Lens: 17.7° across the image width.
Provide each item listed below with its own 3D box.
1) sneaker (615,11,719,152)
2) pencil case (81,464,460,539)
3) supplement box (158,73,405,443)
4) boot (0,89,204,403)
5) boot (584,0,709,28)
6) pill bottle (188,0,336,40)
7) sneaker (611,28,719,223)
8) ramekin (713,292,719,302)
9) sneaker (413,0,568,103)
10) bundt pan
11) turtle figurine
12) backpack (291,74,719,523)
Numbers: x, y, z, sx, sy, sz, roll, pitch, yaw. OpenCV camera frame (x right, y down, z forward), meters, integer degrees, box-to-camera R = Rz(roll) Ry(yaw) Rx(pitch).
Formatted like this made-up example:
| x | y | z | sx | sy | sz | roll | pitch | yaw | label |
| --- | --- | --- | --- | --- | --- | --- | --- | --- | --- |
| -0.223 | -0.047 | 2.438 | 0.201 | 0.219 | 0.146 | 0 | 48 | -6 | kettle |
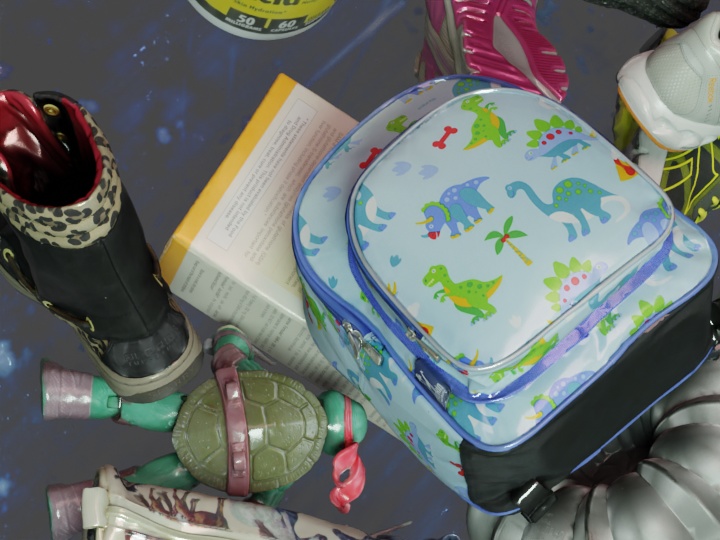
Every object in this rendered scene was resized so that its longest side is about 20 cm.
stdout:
| x | y | z | sx | sy | sz | roll | pitch | yaw | label |
| --- | --- | --- | --- | --- | --- | --- | --- | --- | --- |
| 0.245 | -0.120 | 1.365 | 0.199 | 0.092 | 0.076 | -12 | 69 | -45 | sneaker |
| -0.050 | 0.154 | 1.169 | 0.199 | 0.090 | 0.078 | 13 | 50 | -9 | pencil case |
| 0.000 | 0.000 | 1.312 | 0.199 | 0.074 | 0.126 | 34 | 64 | -1 | supplement box |
| -0.162 | -0.036 | 1.200 | 0.073 | 0.151 | 0.200 | -32 | 50 | -10 | boot |
| 0.141 | -0.255 | 1.360 | 0.157 | 0.079 | 0.213 | 7 | 92 | -17 | boot |
| -0.037 | -0.221 | 1.316 | 0.110 | 0.200 | 0.112 | 6 | 68 | -15 | pill bottle |
| 0.194 | -0.054 | 1.394 | 0.084 | 0.074 | 0.201 | 19 | 65 | -10 | sneaker |
| 0.299 | 0.054 | 1.373 | 0.199 | 0.098 | 0.201 | 6 | 68 | -16 | ramekin |
| 0.068 | -0.139 | 1.387 | 0.081 | 0.088 | 0.201 | 14 | 44 | -14 | sneaker |
| 0.141 | 0.106 | 1.245 | 0.202 | 0.201 | 0.076 | -54 | 131 | -26 | bundt pan |
| -0.071 | 0.091 | 1.246 | 0.198 | 0.101 | 0.151 | -2 | 64 | -10 | turtle figurine |
| 0.065 | -0.006 | 1.187 | 0.183 | 0.147 | 0.200 | -39 | 59 | -17 | backpack |
